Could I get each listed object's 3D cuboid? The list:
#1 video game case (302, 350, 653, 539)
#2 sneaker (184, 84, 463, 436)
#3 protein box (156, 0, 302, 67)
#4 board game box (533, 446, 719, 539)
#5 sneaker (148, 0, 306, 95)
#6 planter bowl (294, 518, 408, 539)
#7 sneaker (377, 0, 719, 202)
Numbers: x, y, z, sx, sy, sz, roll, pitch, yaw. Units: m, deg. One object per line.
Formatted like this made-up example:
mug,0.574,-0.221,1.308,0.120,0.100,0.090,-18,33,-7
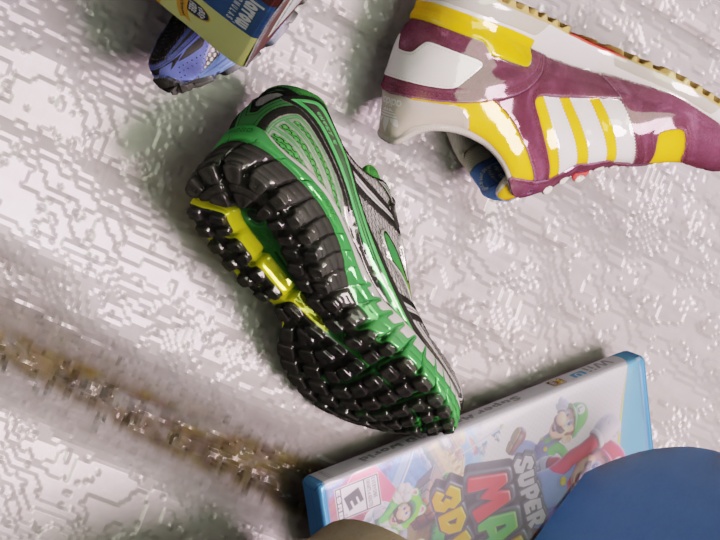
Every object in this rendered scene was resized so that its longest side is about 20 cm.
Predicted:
video game case,0.067,0.136,1.268,0.200,0.018,0.144,-19,112,-30
sneaker,0.000,0.000,1.177,0.085,0.078,0.200,-59,135,-36
protein box,-0.052,-0.231,1.029,0.198,0.135,0.200,39,73,-2
board game box,0.124,0.175,1.207,0.200,0.158,0.039,-51,121,-14
sneaker,-0.056,-0.171,1.125,0.078,0.075,0.201,25,75,-25
planter bowl,-0.012,0.196,1.132,0.135,0.200,0.200,-46,119,-28
sneaker,0.095,-0.070,1.238,0.200,0.075,0.090,21,94,-28
